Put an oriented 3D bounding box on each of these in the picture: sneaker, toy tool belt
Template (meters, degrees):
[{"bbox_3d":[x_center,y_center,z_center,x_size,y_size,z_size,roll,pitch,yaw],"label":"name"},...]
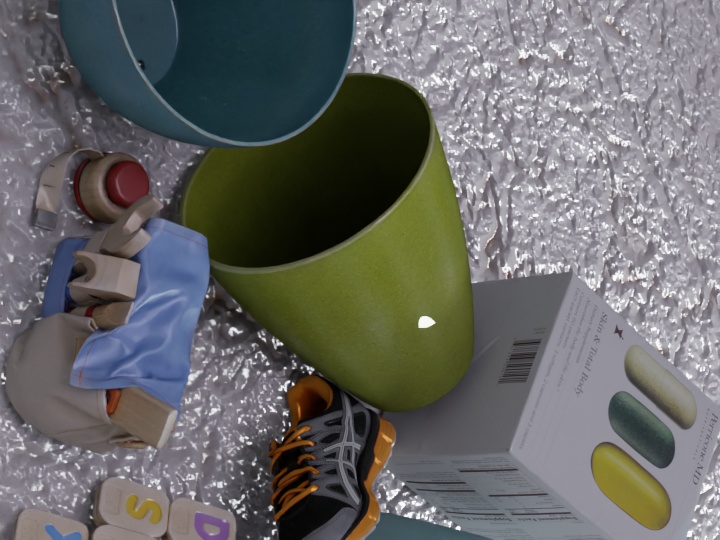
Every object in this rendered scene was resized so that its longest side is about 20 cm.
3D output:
[{"bbox_3d":[-0.032,0.144,1.361,0.077,0.078,0.200,46,22,-15],"label":"sneaker"},{"bbox_3d":[-0.143,0.016,1.268,0.124,0.122,0.201,18,73,-40],"label":"toy tool belt"}]

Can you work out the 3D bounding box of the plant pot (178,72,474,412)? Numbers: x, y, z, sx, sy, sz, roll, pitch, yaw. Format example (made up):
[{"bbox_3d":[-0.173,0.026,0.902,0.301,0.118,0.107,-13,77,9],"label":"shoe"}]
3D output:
[{"bbox_3d":[0.000,0.000,1.382,0.188,0.186,0.200,-57,136,-30],"label":"plant pot"}]

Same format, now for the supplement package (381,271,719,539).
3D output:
[{"bbox_3d":[0.142,0.122,1.496,0.200,0.150,0.152,40,60,-32],"label":"supplement package"}]

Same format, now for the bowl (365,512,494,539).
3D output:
[{"bbox_3d":[0.065,0.264,1.397,0.201,0.104,0.202,38,46,-55],"label":"bowl"}]

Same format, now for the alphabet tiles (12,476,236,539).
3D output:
[{"bbox_3d":[-0.130,0.221,1.254,0.195,0.015,0.201,21,42,-18],"label":"alphabet tiles"}]

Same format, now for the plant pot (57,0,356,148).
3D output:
[{"bbox_3d":[-0.120,-0.173,1.299,0.199,0.134,0.202,5,83,-42],"label":"plant pot"}]
